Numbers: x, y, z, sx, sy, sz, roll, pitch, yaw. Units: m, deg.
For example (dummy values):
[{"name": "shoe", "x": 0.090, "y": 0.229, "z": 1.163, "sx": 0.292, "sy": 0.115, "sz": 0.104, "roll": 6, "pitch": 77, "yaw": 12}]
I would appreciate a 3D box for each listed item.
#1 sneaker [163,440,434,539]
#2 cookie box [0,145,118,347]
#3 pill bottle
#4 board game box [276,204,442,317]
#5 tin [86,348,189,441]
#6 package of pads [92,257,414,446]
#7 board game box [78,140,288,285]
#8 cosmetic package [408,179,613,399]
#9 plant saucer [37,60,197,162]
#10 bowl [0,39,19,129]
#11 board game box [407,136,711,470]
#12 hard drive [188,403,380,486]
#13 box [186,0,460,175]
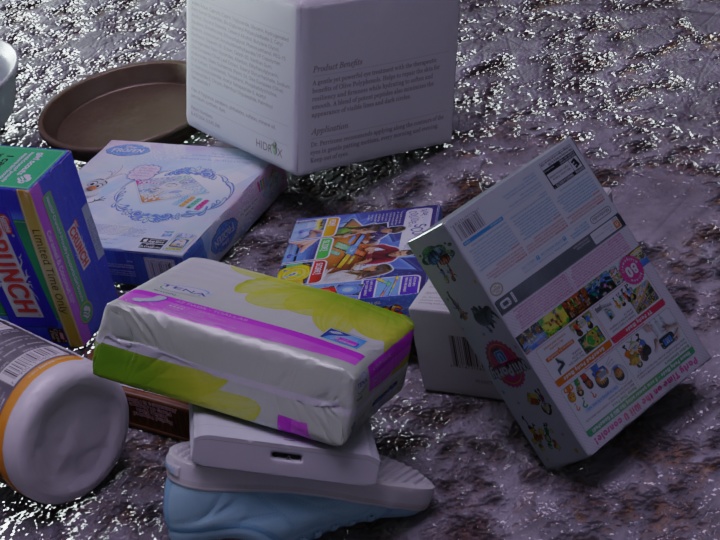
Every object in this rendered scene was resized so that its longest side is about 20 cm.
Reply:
[{"name": "sneaker", "x": -0.047, "y": 0.171, "z": 1.344, "sx": 0.199, "sy": 0.082, "sz": 0.074, "roll": 7, "pitch": 17, "yaw": -13}, {"name": "cookie box", "x": -0.332, "y": -0.026, "z": 1.645, "sx": 0.199, "sy": 0.172, "sz": 0.075, "roll": 5, "pitch": 37, "yaw": 25}, {"name": "pill bottle", "x": -0.286, "y": 0.101, "z": 1.478, "sx": 0.200, "sy": 0.117, "sz": 0.116, "roll": 19, "pitch": 43, "yaw": 41}, {"name": "board game box", "x": 0.000, "y": 0.000, "z": 1.590, "sx": 0.135, "sy": 0.035, "sz": 0.200, "roll": -5, "pitch": 22, "yaw": 9}, {"name": "tin", "x": -0.138, "y": 0.088, "z": 1.527, "sx": 0.199, "sy": 0.042, "sz": 0.112, "roll": 11, "pitch": 34, "yaw": 32}, {"name": "package of pads", "x": -0.073, "y": 0.054, "z": 1.357, "sx": 0.199, "sy": 0.068, "sz": 0.154, "roll": 16, "pitch": 18, "yaw": 15}, {"name": "board game box", "x": -0.201, "y": -0.056, "z": 1.771, "sx": 0.199, "sy": 0.044, "sz": 0.199, "roll": 6, "pitch": 35, "yaw": 26}, {"name": "cosmetic package", "x": 0.129, "y": 0.012, "z": 1.514, "sx": 0.107, "sy": 0.085, "sz": 0.200, "roll": 6, "pitch": 35, "yaw": 28}, {"name": "plant saucer", "x": -0.244, "y": -0.168, "z": 1.980, "sx": 0.199, "sy": 0.030, "sz": 0.200, "roll": -8, "pitch": 32, "yaw": 5}, {"name": "bowl", "x": -0.452, "y": -0.168, "z": 1.988, "sx": 0.200, "sy": 0.091, "sz": 0.201, "roll": -9, "pitch": 32, "yaw": 6}, {"name": "board game box", "x": 0.148, "y": 0.024, "z": 1.382, "sx": 0.147, "sy": 0.200, "sz": 0.064, "roll": -33, "pitch": 1, "yaw": -32}, {"name": "hard drive", "x": -0.061, "y": 0.101, "z": 1.376, "sx": 0.131, "sy": 0.026, "sz": 0.200, "roll": 8, "pitch": 17, "yaw": -8}, {"name": "box", "x": -0.039, "y": -0.212, "z": 1.807, "sx": 0.198, "sy": 0.172, "sz": 0.200, "roll": -15, "pitch": 28, "yaw": -36}]
